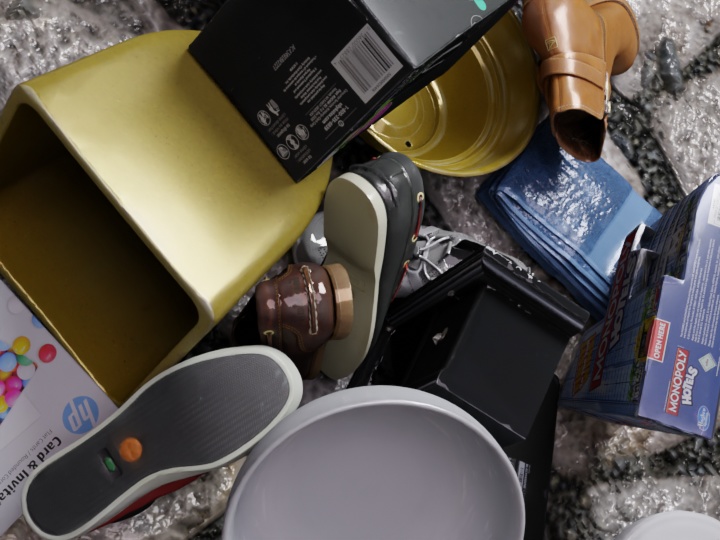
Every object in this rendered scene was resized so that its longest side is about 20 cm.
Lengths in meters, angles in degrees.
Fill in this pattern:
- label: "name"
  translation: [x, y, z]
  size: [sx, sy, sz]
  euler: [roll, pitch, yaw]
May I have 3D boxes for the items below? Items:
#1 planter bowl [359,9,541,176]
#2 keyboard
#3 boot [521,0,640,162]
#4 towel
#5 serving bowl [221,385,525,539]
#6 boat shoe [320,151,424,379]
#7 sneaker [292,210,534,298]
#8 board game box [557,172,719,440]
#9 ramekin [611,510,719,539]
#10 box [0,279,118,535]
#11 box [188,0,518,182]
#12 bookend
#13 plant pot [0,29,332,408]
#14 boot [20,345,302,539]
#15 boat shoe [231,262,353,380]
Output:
- label: "planter bowl"
  translation: [0.043, -0.154, 1.127]
  size: [0.198, 0.083, 0.203]
  euler: [11, 66, -25]
- label: "keyboard"
  translation: [0.105, 0.166, 1.098]
  size: [0.103, 0.039, 0.203]
  euler: [25, 64, -36]
- label: "boot"
  translation: [0.185, -0.160, 1.144]
  size: [0.199, 0.073, 0.157]
  euler: [26, 51, -52]
- label: "towel"
  translation: [0.201, -0.033, 1.173]
  size: [0.200, 0.049, 0.112]
  euler: [43, 65, -3]
- label: "serving bowl"
  translation: [0.006, 0.157, 0.911]
  size: [0.197, 0.066, 0.203]
  euler: [-3, 115, -7]
- label: "boat shoe"
  translation: [0.002, 0.002, 1.024]
  size: [0.073, 0.203, 0.063]
  euler: [38, 48, 24]
- label: "sneaker"
  translation: [0.044, -0.014, 1.095]
  size: [0.197, 0.082, 0.076]
  euler: [10, 71, -16]
- label: "board game box"
  translation: [0.218, 0.043, 1.062]
  size: [0.061, 0.200, 0.202]
  euler: [18, 71, -7]
- label: "ramekin"
  translation: [0.226, 0.289, 1.044]
  size: [0.200, 0.094, 0.205]
  euler: [14, 62, -29]
- label: "box"
  translation: [-0.279, 0.080, 0.922]
  size: [0.156, 0.041, 0.201]
  euler: [-46, 122, -16]
- label: "box"
  translation: [0.010, -0.183, 0.964]
  size: [0.125, 0.148, 0.200]
  euler: [50, 44, -2]
- label: "bookend"
  translation: [0.047, 0.112, 0.996]
  size: [0.091, 0.199, 0.202]
  euler: [31, 68, -10]
- label: "plant pot"
  translation: [-0.134, -0.055, 0.994]
  size: [0.196, 0.194, 0.200]
  euler: [50, 53, 1]
- label: "boot"
  translation: [-0.124, 0.115, 0.954]
  size: [0.198, 0.144, 0.073]
  euler: [-29, 82, 3]
- label: "boat shoe"
  translation: [-0.058, 0.038, 0.984]
  size: [0.069, 0.200, 0.071]
  euler: [-10, 75, -14]
